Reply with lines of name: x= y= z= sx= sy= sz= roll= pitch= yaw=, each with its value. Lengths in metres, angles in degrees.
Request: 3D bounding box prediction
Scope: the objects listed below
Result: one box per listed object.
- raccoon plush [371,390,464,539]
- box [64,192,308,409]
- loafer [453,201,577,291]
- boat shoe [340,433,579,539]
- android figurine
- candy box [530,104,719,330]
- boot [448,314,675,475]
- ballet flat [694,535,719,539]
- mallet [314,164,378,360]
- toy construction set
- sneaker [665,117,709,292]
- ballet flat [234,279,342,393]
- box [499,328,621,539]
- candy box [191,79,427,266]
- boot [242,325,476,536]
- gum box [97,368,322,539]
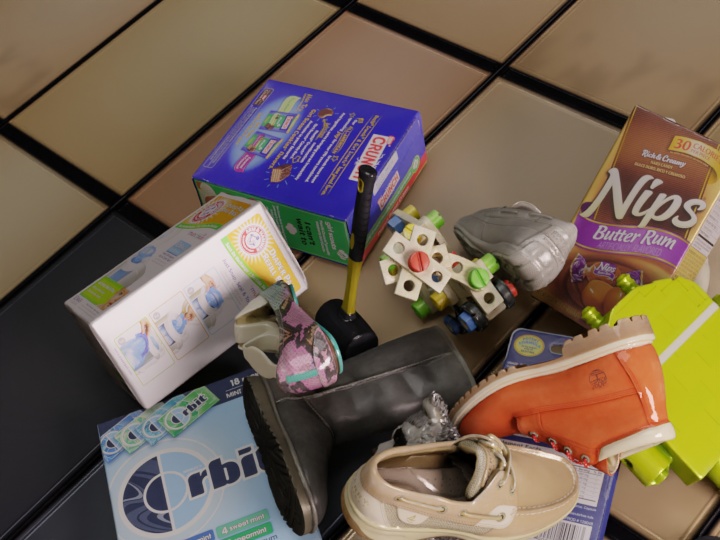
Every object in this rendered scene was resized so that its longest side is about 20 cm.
raccoon plush: x=0.099 y=0.190 z=0.980 sx=0.198 sy=0.097 sz=0.135 roll=24 pitch=52 yaw=-4
box: x=-0.168 y=0.024 z=1.181 sx=0.199 sy=0.102 sz=0.112 roll=-37 pitch=22 yaw=-17
loafer: x=0.144 y=-0.029 z=1.142 sx=0.070 sy=0.070 sz=0.200 roll=-41 pitch=19 yaw=-6
boat shoe: x=0.085 y=0.156 z=0.897 sx=0.197 sy=0.065 sz=0.073 roll=2 pitch=50 yaw=-25
android figurine: x=0.271 y=0.091 z=1.016 sx=0.182 sy=0.041 sz=0.200 roll=-41 pitch=79 yaw=-19
candy box: x=0.254 y=-0.034 z=1.106 sx=0.116 sy=0.056 sz=0.202 roll=32 pitch=96 yaw=36
boot: x=0.158 y=0.120 z=0.978 sx=0.199 sy=0.075 sz=0.109 roll=-28 pitch=75 yaw=37
ballet flat: x=0.286 y=0.271 z=0.889 sx=0.072 sy=0.074 sz=0.202 roll=-12 pitch=48 yaw=4
mallet: x=0.000 y=0.000 z=1.123 sx=0.041 sy=0.202 sz=0.066 roll=-15 pitch=48 yaw=-30
toy construction set: x=0.072 y=-0.002 z=1.122 sx=0.092 sy=0.200 sz=0.132 roll=-37 pitch=92 yaw=4
sneaker: x=0.291 y=-0.059 z=1.156 sx=0.069 sy=0.094 sz=0.202 roll=-3 pitch=49 yaw=12
ballet flat: x=-0.072 y=0.057 z=1.068 sx=0.070 sy=0.070 sz=0.200 roll=-15 pitch=19 yaw=-11
box: x=0.163 y=0.150 z=1.040 sx=0.119 sy=0.033 sz=0.202 roll=9 pitch=61 yaw=22
candy box: x=-0.051 y=-0.109 z=1.306 sx=0.198 sy=0.078 sz=0.170 roll=16 pitch=55 yaw=28
boot: x=0.010 y=0.133 z=1.063 sx=0.197 sy=0.073 sz=0.183 roll=-6 pitch=46 yaw=-19
gum box: x=-0.135 y=0.196 z=1.085 sx=0.168 sy=0.045 sz=0.201 roll=-20 pitch=48 yaw=-4
